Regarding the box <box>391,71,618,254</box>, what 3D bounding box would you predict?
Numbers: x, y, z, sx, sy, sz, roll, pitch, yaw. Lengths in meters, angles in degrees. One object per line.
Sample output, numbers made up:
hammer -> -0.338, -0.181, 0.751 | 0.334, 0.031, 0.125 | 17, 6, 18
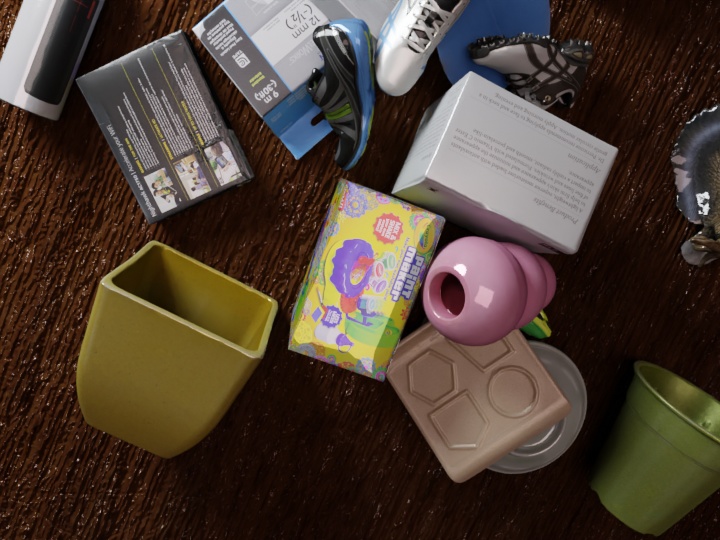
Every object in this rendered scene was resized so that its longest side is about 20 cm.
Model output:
box -> 0.165, -0.120, 0.746 | 0.197, 0.200, 0.132 | 25, 89, -9

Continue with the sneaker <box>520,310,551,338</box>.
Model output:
sneaker -> 0.180, 0.050, 0.856 | 0.198, 0.074, 0.084 | 23, 121, -12

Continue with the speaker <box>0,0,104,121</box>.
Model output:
speaker -> -0.374, -0.292, 0.731 | 0.081, 0.081, 0.201 | 24, 96, -9

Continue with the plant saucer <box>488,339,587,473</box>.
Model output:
plant saucer -> 0.227, 0.199, 0.836 | 0.198, 0.050, 0.202 | -1, 101, -5

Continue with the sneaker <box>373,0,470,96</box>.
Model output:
sneaker -> 0.078, -0.294, 0.682 | 0.071, 0.073, 0.201 | 28, 98, -15

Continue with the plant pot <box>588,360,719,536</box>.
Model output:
plant pot -> 0.431, 0.268, 0.862 | 0.199, 0.200, 0.191 | 24, 108, -9

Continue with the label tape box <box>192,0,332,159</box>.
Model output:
label tape box -> -0.092, -0.266, 0.769 | 0.143, 0.066, 0.200 | -39, 99, 1

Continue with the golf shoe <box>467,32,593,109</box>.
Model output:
golf shoe -> 0.220, -0.251, 0.769 | 0.198, 0.078, 0.096 | -5, 109, -29

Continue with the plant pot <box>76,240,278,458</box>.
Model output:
plant pot -> -0.240, 0.112, 0.762 | 0.193, 0.196, 0.201 | 27, 103, -9

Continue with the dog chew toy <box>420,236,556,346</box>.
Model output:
dog chew toy -> 0.165, 0.020, 0.721 | 0.199, 0.124, 0.126 | -6, 103, -42

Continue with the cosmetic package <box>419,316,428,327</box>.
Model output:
cosmetic package -> 0.161, 0.150, 0.871 | 0.199, 0.051, 0.083 | 31, 96, -10

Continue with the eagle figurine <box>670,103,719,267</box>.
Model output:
eagle figurine -> 0.525, -0.108, 0.840 | 0.151, 0.150, 0.202 | 33, 59, -48

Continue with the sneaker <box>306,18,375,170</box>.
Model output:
sneaker -> -0.024, -0.217, 0.751 | 0.082, 0.071, 0.201 | 5, 139, 7

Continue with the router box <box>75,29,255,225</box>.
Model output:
router box -> -0.246, -0.181, 0.775 | 0.148, 0.051, 0.202 | -24, 101, 1

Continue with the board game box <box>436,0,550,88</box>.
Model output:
board game box -> 0.163, -0.321, 0.784 | 0.200, 0.039, 0.159 | -44, 122, -15

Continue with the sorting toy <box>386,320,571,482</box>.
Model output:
sorting toy -> 0.148, 0.151, 0.801 | 0.184, 0.036, 0.201 | -36, 82, 9

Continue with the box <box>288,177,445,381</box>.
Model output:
box -> 0.000, 0.000, 0.759 | 0.121, 0.193, 0.202 | 20, 97, -8

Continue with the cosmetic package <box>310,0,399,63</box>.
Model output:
cosmetic package -> 0.017, -0.362, 0.739 | 0.200, 0.052, 0.151 | 41, 76, -16
